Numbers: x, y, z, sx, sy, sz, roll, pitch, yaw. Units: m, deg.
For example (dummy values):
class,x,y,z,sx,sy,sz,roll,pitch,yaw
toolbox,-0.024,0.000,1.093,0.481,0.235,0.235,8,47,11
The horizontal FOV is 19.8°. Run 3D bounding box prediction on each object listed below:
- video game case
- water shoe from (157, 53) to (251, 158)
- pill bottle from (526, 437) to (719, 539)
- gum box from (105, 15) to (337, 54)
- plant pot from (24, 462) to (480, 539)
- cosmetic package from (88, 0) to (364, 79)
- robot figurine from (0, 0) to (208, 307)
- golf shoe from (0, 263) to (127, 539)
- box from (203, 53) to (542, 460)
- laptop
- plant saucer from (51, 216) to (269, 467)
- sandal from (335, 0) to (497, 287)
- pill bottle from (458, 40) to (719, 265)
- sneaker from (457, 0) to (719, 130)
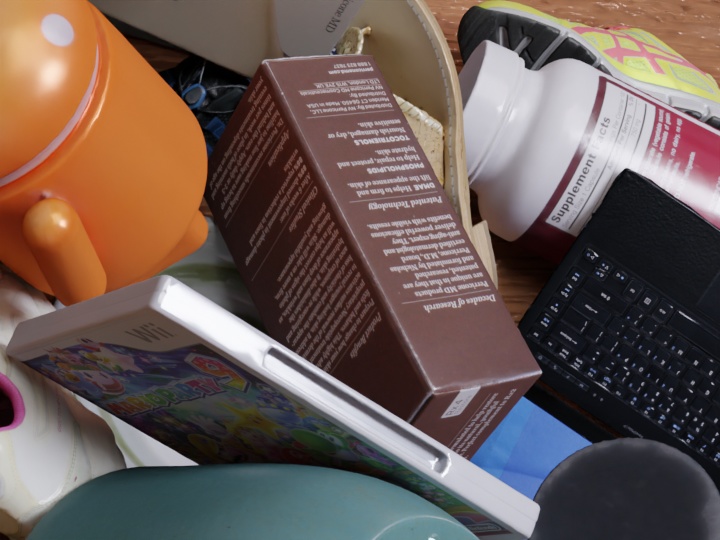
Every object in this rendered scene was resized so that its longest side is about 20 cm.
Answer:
class,x,y,z,sx,sy,sz,roll,pitch,yaw
video game case,-0.039,0.068,0.882,0.199,0.143,0.018,33,65,-24
water shoe,-0.098,-0.088,1.115,0.071,0.079,0.200,42,46,8
pill bottle,0.131,0.163,0.943,0.111,0.200,0.112,-6,54,9
gum box,-0.081,-0.195,1.148,0.199,0.170,0.045,15,48,-17
plant pot,-0.027,0.171,0.836,0.200,0.160,0.202,16,68,-46
cosmetic package,-0.095,-0.180,1.062,0.199,0.104,0.073,23,45,-14
robot figurine,-0.144,-0.062,0.933,0.116,0.200,0.145,6,66,31
golf shoe,-0.175,0.044,0.931,0.091,0.075,0.200,39,8,-50
box,0.000,0.000,1.016,0.075,0.100,0.201,-6,58,-33
laptop,0.162,0.079,1.107,0.177,0.201,0.103,34,9,-2
plant saucer,-0.067,0.066,1.029,0.199,0.050,0.201,15,49,-18
sandal,0.013,-0.062,1.112,0.069,0.077,0.213,-25,100,-45
pill bottle,0.142,-0.052,1.198,0.199,0.113,0.113,26,46,-8
sneaker,0.148,-0.121,1.293,0.199,0.078,0.091,25,38,-18
